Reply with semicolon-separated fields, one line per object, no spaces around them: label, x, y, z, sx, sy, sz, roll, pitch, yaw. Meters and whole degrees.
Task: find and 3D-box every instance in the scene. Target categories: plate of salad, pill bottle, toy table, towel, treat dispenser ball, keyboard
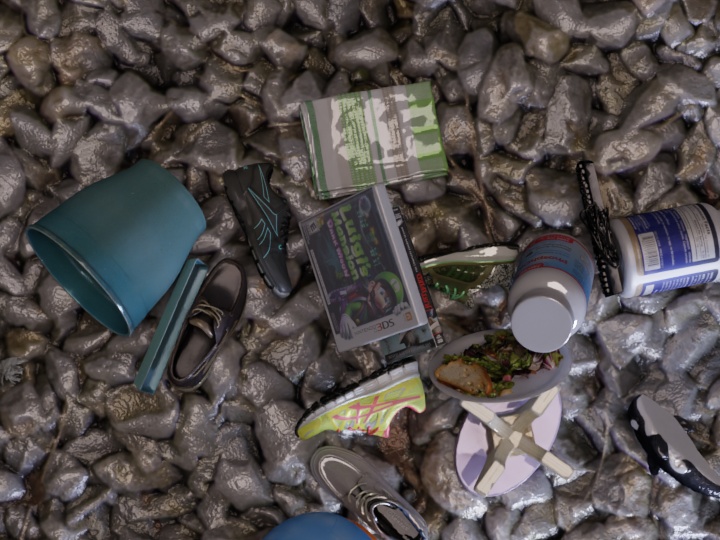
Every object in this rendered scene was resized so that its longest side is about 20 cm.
plate of salad;0.192;0.121;1.703;0.199;0.200;0.048;-11;115;-4
pill bottle;0.459;-0.033;1.768;0.199;0.116;0.116;-10;85;-5
toy table;0.213;0.228;1.728;0.183;0.117;0.201;24;85;-1
pill bottle;0.261;0.032;1.699;0.108;0.200;0.109;6;114;13
towel;0.020;-0.193;1.800;0.199;0.031;0.150;-11;86;-5
treat dispenser ball;-0.055;0.426;1.650;0.200;0.201;0.202;0;85;-3
keyboard;0.331;-0.060;1.768;0.039;0.104;0.201;-12;85;-5

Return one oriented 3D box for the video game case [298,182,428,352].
video game case;0.000;0.000;1.717;0.023;0.181;0.201;-13;84;-42

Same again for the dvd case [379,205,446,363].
dvd case;0.046;0.022;1.727;0.022;0.146;0.201;-18;87;-30

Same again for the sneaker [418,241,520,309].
sneaker;0.137;0.015;1.770;0.199;0.077;0.089;-10;94;-2

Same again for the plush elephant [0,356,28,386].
plush elephant;-0.566;0.129;1.670;0.199;0.155;0.166;1;84;-3

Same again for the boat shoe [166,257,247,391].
boat shoe;-0.213;0.078;1.738;0.074;0.073;0.201;21;84;-1

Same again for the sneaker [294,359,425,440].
sneaker;0.004;0.202;1.739;0.199;0.078;0.091;-24;93;-4

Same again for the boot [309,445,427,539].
boot;0.015;0.316;1.717;0.200;0.096;0.074;36;83;1

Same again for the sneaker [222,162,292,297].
sneaker;-0.131;-0.061;1.756;0.079;0.075;0.201;-21;86;-7

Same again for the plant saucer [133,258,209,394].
plant saucer;-0.268;0.078;1.738;0.019;0.070;0.201;21;83;10

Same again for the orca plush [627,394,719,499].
orca plush;0.452;0.271;1.778;0.200;0.071;0.105;37;39;-4

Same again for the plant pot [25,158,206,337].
plant pot;-0.322;-0.045;1.694;0.200;0.200;0.188;44;68;1
